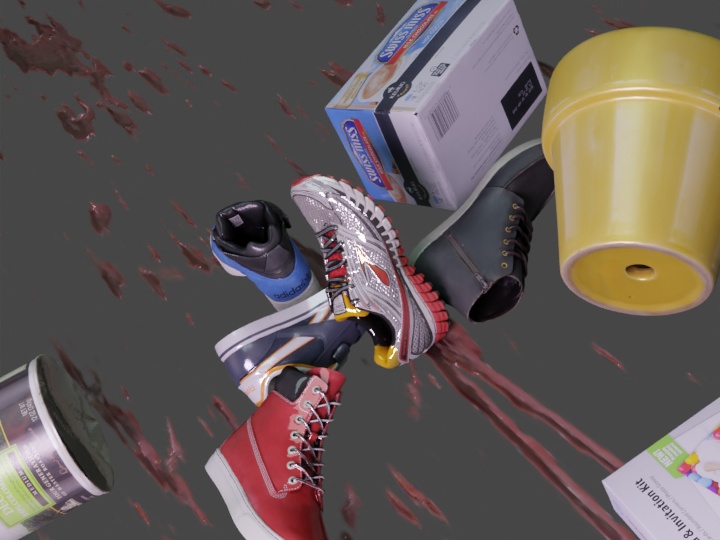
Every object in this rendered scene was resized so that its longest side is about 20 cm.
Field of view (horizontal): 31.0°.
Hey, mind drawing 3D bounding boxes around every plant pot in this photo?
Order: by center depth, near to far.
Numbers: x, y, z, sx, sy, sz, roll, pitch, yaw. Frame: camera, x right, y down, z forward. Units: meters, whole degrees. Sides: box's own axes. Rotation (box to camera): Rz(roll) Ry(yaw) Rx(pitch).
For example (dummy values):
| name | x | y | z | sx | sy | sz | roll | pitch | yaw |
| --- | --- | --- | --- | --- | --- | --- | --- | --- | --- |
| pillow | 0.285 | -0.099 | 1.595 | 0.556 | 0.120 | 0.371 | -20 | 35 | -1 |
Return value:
| name | x | y | z | sx | sy | sz | roll | pitch | yaw |
| --- | --- | --- | --- | --- | --- | --- | --- | --- | --- |
| plant pot | 0.249 | -0.074 | 1.119 | 0.198 | 0.201 | 0.191 | -4 | 59 | 29 |

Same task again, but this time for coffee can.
| name | x | y | z | sx | sy | sz | roll | pitch | yaw |
| --- | --- | --- | --- | --- | --- | --- | --- | --- | --- |
| coffee can | -0.356 | 0.190 | 1.232 | 0.198 | 0.147 | 0.147 | -28 | 37 | 1 |

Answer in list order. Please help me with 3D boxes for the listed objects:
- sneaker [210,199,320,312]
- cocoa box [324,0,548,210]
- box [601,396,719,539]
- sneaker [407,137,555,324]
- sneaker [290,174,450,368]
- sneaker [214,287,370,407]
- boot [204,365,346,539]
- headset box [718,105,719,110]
| name | x | y | z | sx | sy | sz | roll | pitch | yaw |
| --- | --- | --- | --- | --- | --- | --- | --- | --- | --- |
| sneaker | -0.120 | -0.039 | 1.371 | 0.076 | 0.112 | 0.200 | -35 | 37 | -9 |
| cocoa box | 0.084 | -0.182 | 1.385 | 0.130 | 0.134 | 0.201 | 11 | 52 | 41 |
| box | 0.299 | 0.152 | 0.938 | 0.199 | 0.041 | 0.156 | -34 | 37 | -4 |
| sneaker | 0.147 | -0.034 | 1.234 | 0.200 | 0.075 | 0.106 | -45 | 43 | -6 |
| sneaker | 0.000 | 0.000 | 1.175 | 0.082 | 0.201 | 0.078 | -40 | 10 | -25 |
| sneaker | -0.035 | 0.063 | 1.234 | 0.198 | 0.079 | 0.080 | -27 | 79 | -20 |
| boot | -0.046 | 0.161 | 1.095 | 0.145 | 0.072 | 0.200 | -51 | 36 | 3 |
| headset box | 0.405 | -0.079 | 1.011 | 0.093 | 0.200 | 0.174 | -50 | 38 | -2 |
